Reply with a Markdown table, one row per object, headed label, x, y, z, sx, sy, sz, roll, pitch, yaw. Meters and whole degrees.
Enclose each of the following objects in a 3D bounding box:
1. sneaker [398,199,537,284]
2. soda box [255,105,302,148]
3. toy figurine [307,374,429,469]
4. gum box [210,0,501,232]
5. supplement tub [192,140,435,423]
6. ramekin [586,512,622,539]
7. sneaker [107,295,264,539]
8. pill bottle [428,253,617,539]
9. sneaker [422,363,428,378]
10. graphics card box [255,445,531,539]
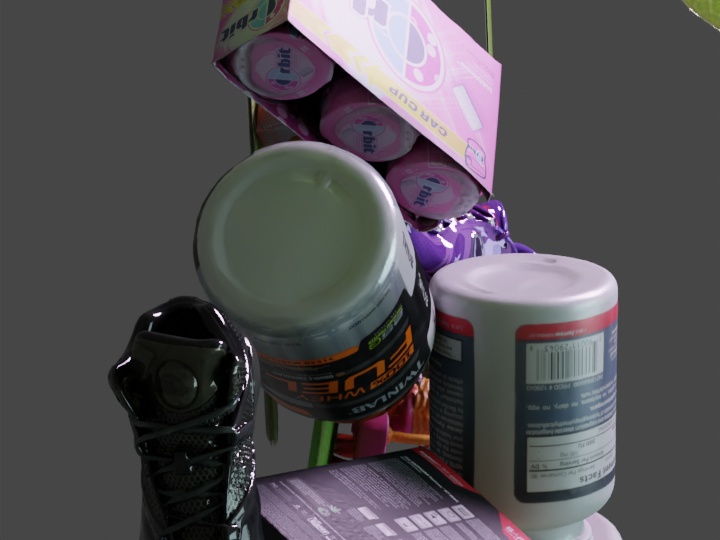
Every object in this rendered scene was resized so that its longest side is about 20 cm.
| label | x | y | z | sx | sy | sz | roll | pitch | yaw |
| --- | --- | --- | --- | --- | --- | --- | --- | --- | --- |
| sneaker | 0.054 | -0.021 | 1.659 | 0.084 | 0.081 | 0.200 | -51 | 148 | 7 |
| soda box | -0.007 | -0.065 | 1.682 | 0.200 | 0.068 | 0.064 | 63 | 27 | -53 |
| toy figurine | 0.062 | 0.109 | 1.728 | 0.200 | 0.183 | 0.151 | -77 | 176 | -76 |
| gum box | 0.005 | -0.123 | 1.546 | 0.200 | 0.066 | 0.114 | 38 | 40 | -32 |
| supplement tub | -0.022 | 0.015 | 1.492 | 0.200 | 0.122 | 0.123 | 65 | 26 | -66 |
| ramekin | 0.092 | 0.229 | 1.696 | 0.201 | 0.200 | 0.098 | -63 | 148 | -70 |
| sneaker | -0.086 | 0.103 | 1.251 | 0.114 | 0.076 | 0.200 | 63 | 24 | -65 |
| pill bottle | 0.102 | 0.099 | 1.589 | 0.120 | 0.119 | 0.201 | -59 | 150 | -72 |
| sneaker | 0.035 | 0.021 | 1.841 | 0.200 | 0.067 | 0.090 | 122 | -34 | -54 |
| graphics card box | 0.013 | 0.166 | 1.456 | 0.200 | 0.125 | 0.051 | -5 | 129 | -55 |
